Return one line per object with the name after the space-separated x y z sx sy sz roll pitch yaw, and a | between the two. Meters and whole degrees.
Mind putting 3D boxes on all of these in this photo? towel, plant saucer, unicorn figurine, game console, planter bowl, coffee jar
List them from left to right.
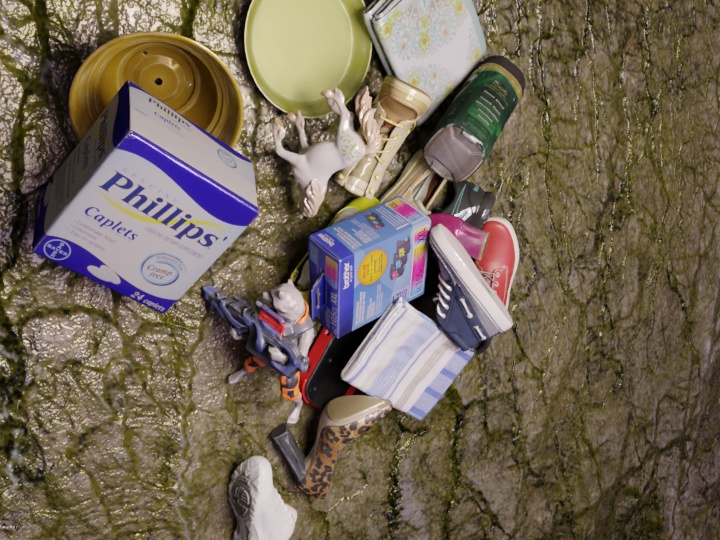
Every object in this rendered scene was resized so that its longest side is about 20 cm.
-0.240 -0.207 0.961 0.196 0.084 0.203 -7 132 -8 | planter bowl
-0.073 -0.311 1.097 0.197 0.031 0.204 -10 108 -32 | plant saucer
-0.055 -0.153 1.076 0.074 0.198 0.139 -33 99 -49 | unicorn figurine
-0.001 0.138 1.269 0.176 0.031 0.202 35 83 -41 | game console
0.074 0.139 1.204 0.199 0.024 0.148 34 96 -39 | towel
0.098 -0.342 1.177 0.171 0.048 0.201 -45 133 -14 | towel
0.173 -0.230 1.202 0.085 0.104 0.201 37 54 -7 | coffee jar

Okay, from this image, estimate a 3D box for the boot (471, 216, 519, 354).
0.203 0.027 1.295 0.144 0.071 0.204 -48 142 -55 | boot

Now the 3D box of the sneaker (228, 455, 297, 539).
-0.141 0.359 1.212 0.098 0.077 0.204 -14 119 -37 | sneaker

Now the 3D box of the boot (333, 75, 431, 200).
0.025 -0.177 1.108 0.072 0.200 0.157 28 89 -8 | boot

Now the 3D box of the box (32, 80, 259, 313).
-0.250 -0.078 0.945 0.183 0.106 0.200 30 118 -35 | box

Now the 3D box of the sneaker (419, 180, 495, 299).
0.136 -0.051 1.294 0.078 0.075 0.202 30 91 -6 | sneaker

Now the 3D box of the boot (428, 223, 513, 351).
0.134 0.032 1.161 0.090 0.073 0.201 -32 114 16 | boot

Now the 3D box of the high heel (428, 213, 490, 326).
0.127 0.011 1.237 0.067 0.094 0.203 -50 157 -52 | high heel

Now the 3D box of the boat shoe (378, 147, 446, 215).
0.073 -0.096 1.223 0.071 0.076 0.202 32 85 -36 | boat shoe

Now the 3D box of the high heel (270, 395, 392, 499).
-0.021 0.269 1.222 0.197 0.072 0.144 -21 114 15 | high heel

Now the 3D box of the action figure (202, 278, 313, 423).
-0.127 0.089 1.107 0.104 0.199 0.196 -25 145 -44 | action figure

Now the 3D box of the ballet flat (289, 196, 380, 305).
-0.036 -0.034 1.165 0.201 0.066 0.067 -51 166 -9 | ballet flat

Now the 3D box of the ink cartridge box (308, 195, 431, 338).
0.000 0.000 1.128 0.198 0.076 0.139 -24 133 -30 | ink cartridge box
